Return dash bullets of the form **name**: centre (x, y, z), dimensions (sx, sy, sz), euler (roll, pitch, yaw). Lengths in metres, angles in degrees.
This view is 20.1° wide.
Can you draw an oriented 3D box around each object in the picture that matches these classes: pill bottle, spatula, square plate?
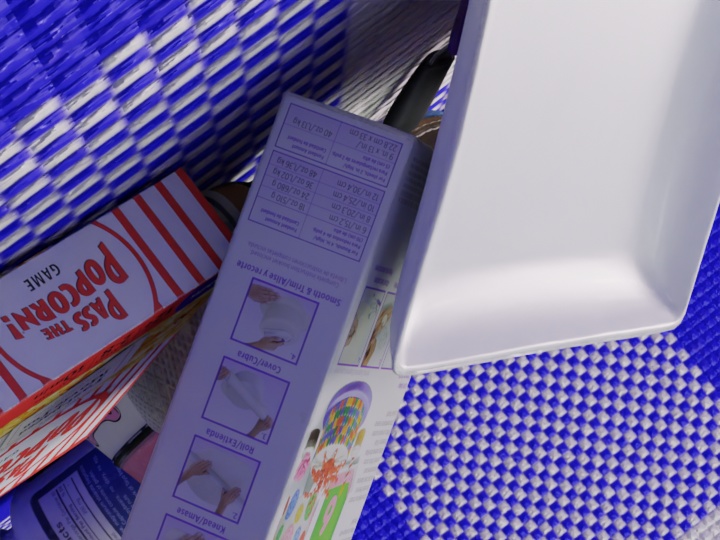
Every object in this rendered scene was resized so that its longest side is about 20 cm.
- **pill bottle**: centre (-0.168, 0.167, 1.393), dimensions (0.200, 0.111, 0.111), euler (-37, 175, 4)
- **spatula**: centre (0.044, -0.098, 0.933), dimensions (0.056, 0.021, 0.200), euler (-22, 172, -22)
- **square plate**: centre (0.090, -0.064, 0.790), dimensions (0.198, 0.028, 0.201), euler (-6, 115, -48)

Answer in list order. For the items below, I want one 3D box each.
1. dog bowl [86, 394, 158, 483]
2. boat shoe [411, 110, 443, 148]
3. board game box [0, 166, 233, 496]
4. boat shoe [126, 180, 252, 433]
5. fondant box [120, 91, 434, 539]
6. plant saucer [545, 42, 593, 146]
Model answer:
- **dog bowl**: centre (-0.073, 0.042, 1.126), dimensions (0.200, 0.074, 0.200), euler (-36, 175, -3)
- **boat shoe**: centre (0.000, 0.000, 1.020), dimensions (0.200, 0.072, 0.072), euler (-51, -163, -14)
- **board game box**: centre (-0.147, 0.052, 0.815), dimensions (0.151, 0.046, 0.200), euler (-35, 174, -36)
- **boat shoe**: centre (-0.068, 0.018, 0.933), dimensions (0.062, 0.075, 0.200), euler (-27, 165, -31)
- **fondant box**: centre (-0.022, 0.040, 0.810), dimensions (0.144, 0.058, 0.201), euler (16, 93, -76)
- **plant saucer**: centre (0.093, -0.075, 0.883), dimensions (0.201, 0.032, 0.201), euler (-60, 164, -29)
